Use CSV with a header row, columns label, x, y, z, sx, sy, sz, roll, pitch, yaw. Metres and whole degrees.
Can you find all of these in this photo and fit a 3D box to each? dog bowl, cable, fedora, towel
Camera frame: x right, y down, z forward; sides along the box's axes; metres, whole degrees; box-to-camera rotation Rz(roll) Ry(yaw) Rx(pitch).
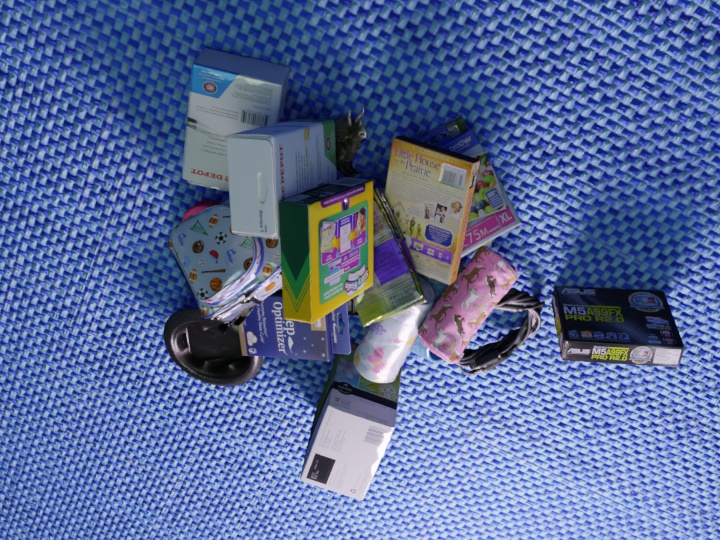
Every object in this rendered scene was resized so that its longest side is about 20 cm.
label,x,y,z,sx,sy,sz,roll,pitch,yaw
dog bowl,0.147,0.078,1.469,0.110,0.049,0.203,-15,129,-36
cable,0.240,0.097,1.478,0.198,0.051,0.164,-30,127,3
fedora,-0.267,0.124,1.553,0.197,0.092,0.204,8,124,12
towel,0.015,-0.020,1.345,0.142,0.023,0.203,-24,90,36

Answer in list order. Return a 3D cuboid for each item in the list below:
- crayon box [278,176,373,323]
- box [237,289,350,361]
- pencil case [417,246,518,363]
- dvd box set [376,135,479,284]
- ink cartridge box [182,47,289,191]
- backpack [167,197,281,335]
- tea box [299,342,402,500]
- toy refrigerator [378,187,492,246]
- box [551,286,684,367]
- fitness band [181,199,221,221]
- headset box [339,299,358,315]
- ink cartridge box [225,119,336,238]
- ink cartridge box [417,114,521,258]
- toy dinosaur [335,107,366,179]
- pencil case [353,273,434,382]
label,x,y,z,sx,sy,sz,roll,pitch,yaw
crayon box,-0.047,-0.036,1.243,0.057,0.199,0.176,9,109,26
box,-0.118,0.093,1.422,0.196,0.032,0.123,1,114,13
pencil case,0.181,0.057,1.381,0.201,0.082,0.086,-54,147,0
dvd box set,0.101,-0.096,1.296,0.144,0.029,0.204,21,117,26
ink cartridge box,-0.202,-0.235,1.330,0.143,0.085,0.203,13,123,-3
backpack,-0.203,-0.031,1.338,0.188,0.154,0.202,-29,80,-1
tea box,-0.016,0.281,1.563,0.131,0.198,0.202,18,123,-5
toy refrigerator,0.124,-0.088,1.391,0.196,0.076,0.071,3,123,4
box,0.437,0.094,1.419,0.196,0.161,0.045,3,125,5
fitness band,-0.258,-0.028,1.472,0.141,0.037,0.203,17,122,16
headset box,0.000,0.000,1.459,0.196,0.078,0.151,3,123,5
ink cartridge box,-0.114,-0.144,1.241,0.083,0.200,0.148,6,108,24
ink cartridge box,0.160,-0.135,1.318,0.118,0.042,0.202,-28,88,6
toy dinosaur,-0.057,-0.194,1.359,0.197,0.077,0.104,-13,101,29
pencil case,0.055,0.100,1.423,0.090,0.083,0.202,28,122,9
